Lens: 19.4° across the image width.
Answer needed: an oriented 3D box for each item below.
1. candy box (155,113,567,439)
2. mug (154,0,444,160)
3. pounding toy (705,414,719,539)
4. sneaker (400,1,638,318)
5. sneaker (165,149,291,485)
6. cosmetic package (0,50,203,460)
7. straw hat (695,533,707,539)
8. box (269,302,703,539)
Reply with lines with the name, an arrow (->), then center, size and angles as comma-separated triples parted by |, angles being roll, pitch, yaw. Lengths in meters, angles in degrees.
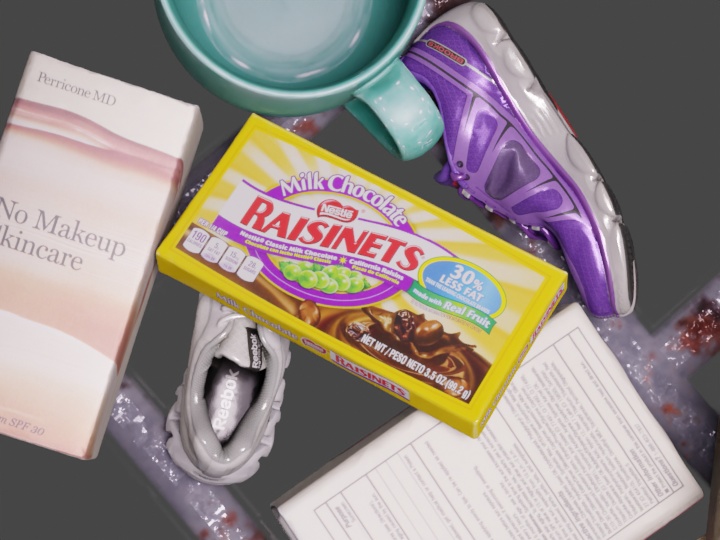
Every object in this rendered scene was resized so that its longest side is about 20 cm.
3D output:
candy box -> 0.000, 0.000, 1.120 | 0.199, 0.026, 0.102 | 27, 65, 15
mug -> -0.039, -0.146, 1.160 | 0.151, 0.114, 0.187 | -5, 87, -6
pounding toy -> 0.293, 0.101, 1.124 | 0.198, 0.184, 0.143 | 7, 69, 6
sneaker -> 0.090, -0.054, 1.199 | 0.083, 0.081, 0.201 | -34, 80, 7
sneaker -> -0.061, 0.020, 1.166 | 0.075, 0.081, 0.202 | 8, 84, -3
cosmetic package -> -0.163, -0.006, 1.153 | 0.103, 0.087, 0.201 | 16, 84, -3
straw hat -> 0.253, 0.237, 1.178 | 0.199, 0.085, 0.203 | 0, 86, -6
box -> 0.066, 0.126, 1.156 | 0.199, 0.109, 0.128 | -34, 89, -6
